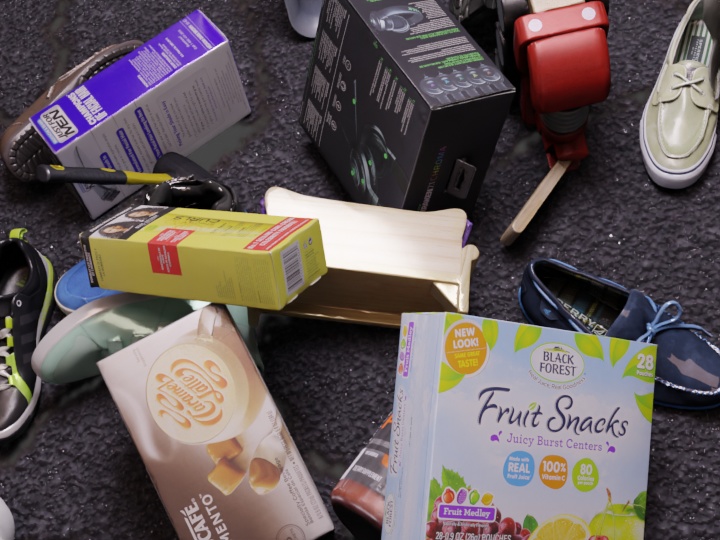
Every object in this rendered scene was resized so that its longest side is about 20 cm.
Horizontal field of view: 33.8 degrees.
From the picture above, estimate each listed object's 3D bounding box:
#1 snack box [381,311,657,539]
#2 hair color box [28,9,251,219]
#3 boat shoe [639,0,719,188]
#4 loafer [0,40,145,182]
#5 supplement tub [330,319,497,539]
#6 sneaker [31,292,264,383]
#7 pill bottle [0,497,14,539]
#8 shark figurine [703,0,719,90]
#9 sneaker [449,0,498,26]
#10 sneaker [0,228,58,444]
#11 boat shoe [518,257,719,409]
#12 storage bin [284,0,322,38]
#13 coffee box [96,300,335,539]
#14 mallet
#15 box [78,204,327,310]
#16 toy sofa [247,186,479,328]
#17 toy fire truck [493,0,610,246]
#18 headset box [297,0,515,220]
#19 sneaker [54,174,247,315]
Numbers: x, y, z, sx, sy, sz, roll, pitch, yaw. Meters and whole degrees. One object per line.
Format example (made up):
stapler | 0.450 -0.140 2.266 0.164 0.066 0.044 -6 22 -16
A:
snack box | 0.119 0.126 0.868 0.197 0.067 0.172 10 82 -29
hair color box | -0.212 -0.153 1.165 0.199 0.110 0.065 -37 59 -14
boat shoe | 0.304 -0.172 1.115 0.071 0.062 0.203 8 60 14
loafer | -0.294 -0.172 1.211 0.200 0.074 0.070 -41 38 -25
supplement tub | 0.071 0.136 0.941 0.106 0.108 0.201 29 67 24
sneaker | -0.182 0.081 1.031 0.197 0.074 0.119 -19 58 -11
pill bottle | -0.354 0.205 0.968 0.112 0.113 0.199 -42 61 -16
shark figurine | 0.357 -0.198 1.083 0.128 0.213 0.091 20 86 56
sneaker | 0.148 -0.270 1.164 0.089 0.200 0.077 10 98 -20
sneaker | -0.328 0.055 1.072 0.070 0.083 0.203 -4 58 8
boat shoe | 0.216 0.054 0.988 0.197 0.069 0.085 21 64 21
storage bin | -0.050 -0.367 1.230 0.143 0.202 0.135 -16 46 -1
coffee box | -0.113 0.141 0.944 0.113 0.080 0.202 -26 81 -7
mallet | -0.221 -0.090 1.099 0.066 0.198 0.042 35 111 37
box | -0.128 -0.013 0.953 0.197 0.051 0.075 7 27 32
toy sofa | 0.000 0.000 1.028 0.196 0.083 0.099 6 62 0
toy fire truck | 0.169 -0.142 1.065 0.126 0.176 0.203 -11 72 2
headset box | 0.038 -0.144 1.068 0.092 0.176 0.201 -15 53 -27
sneaker | -0.197 -0.025 1.083 0.197 0.112 0.078 -15 57 0
